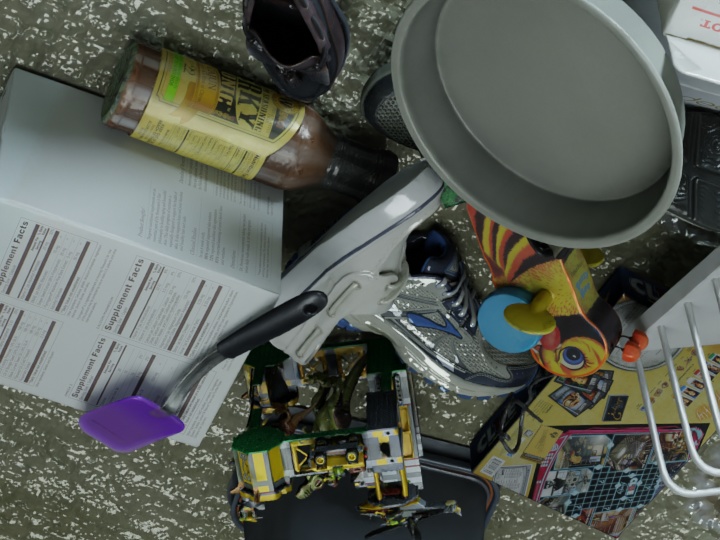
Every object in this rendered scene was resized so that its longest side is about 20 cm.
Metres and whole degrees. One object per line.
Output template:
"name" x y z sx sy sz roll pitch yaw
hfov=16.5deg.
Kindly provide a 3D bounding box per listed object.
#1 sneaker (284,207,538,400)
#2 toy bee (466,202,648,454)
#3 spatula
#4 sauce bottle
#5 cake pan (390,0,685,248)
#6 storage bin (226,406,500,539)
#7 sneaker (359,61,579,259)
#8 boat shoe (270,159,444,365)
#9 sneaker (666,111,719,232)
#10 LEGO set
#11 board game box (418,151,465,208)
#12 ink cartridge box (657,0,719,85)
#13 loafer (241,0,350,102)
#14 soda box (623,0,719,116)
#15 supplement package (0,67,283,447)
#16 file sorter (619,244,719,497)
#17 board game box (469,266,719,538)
"sneaker" 0.050 0.021 1.752 0.200 0.077 0.085 27 119 -20
"toy bee" 0.142 0.025 1.708 0.109 0.131 0.200 0 137 24
"spatula" -0.101 0.065 1.625 0.200 0.021 0.057 -35 134 20
"sauce bottle" -0.072 -0.093 1.670 0.200 0.065 0.065 19 126 -16
"cake pan" 0.112 -0.104 1.515 0.200 0.037 0.200 22 137 23
"storage bin" -0.001 0.213 1.862 0.200 0.134 0.146 15 126 -10
"sneaker" 0.096 -0.076 1.624 0.199 0.114 0.076 20 123 -12
"boat shoe" 0.000 0.000 1.655 0.066 0.072 0.200 46 127 -4
"sneaker" 0.234 -0.053 1.649 0.200 0.076 0.115 10 172 -27
"LEGO set" -0.018 0.135 1.763 0.154 0.200 0.116 -10 114 -3
"board game box" 0.133 -0.113 1.679 0.200 0.023 0.105 -17 128 13
"ink cartridge box" 0.243 -0.183 1.510 0.116 0.200 0.068 14 127 -11
"loafer" -0.049 -0.160 1.576 0.072 0.063 0.200 15 153 9
"soda box" 0.240 -0.134 1.600 0.200 0.068 0.064 13 172 -21
"supplement package" -0.172 -0.008 1.678 0.200 0.152 0.151 19 125 -15
"file sorter" 0.285 0.061 1.664 0.139 0.125 0.200 -5 160 -19
"board game box" 0.191 0.101 1.836 0.135 0.035 0.200 26 123 -19
